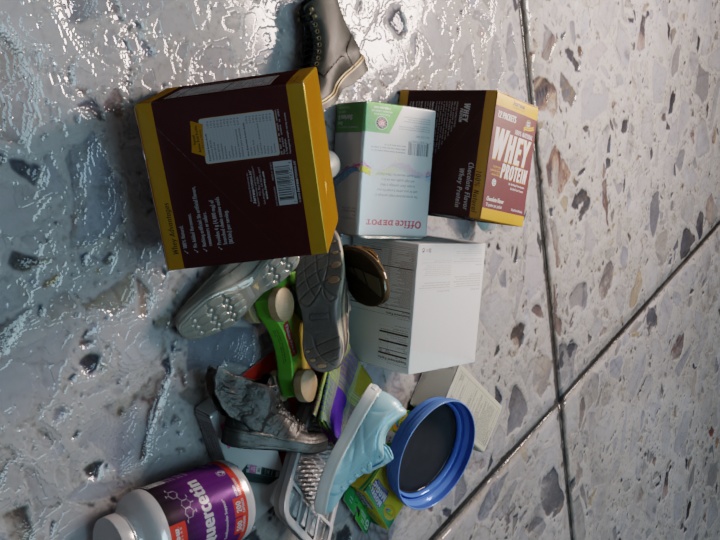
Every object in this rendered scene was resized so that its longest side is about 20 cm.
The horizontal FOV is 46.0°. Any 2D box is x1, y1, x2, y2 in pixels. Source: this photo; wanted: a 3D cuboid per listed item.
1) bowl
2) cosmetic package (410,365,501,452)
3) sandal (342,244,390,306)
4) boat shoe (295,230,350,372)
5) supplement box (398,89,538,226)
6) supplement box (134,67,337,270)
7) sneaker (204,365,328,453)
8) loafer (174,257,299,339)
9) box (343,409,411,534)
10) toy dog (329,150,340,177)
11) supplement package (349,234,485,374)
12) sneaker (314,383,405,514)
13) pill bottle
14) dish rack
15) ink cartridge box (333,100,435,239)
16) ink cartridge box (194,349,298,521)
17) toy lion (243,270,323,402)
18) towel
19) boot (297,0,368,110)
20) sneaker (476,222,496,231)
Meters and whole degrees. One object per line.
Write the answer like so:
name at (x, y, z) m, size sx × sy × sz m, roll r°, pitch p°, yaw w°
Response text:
bowl at (0.122, 0.316, 1.484) m, size 0.198 × 0.039 × 0.205 m, roll -19°, pitch 118°, yaw -39°
cosmetic package at (0.185, 0.256, 1.610) m, size 0.200 × 0.072 × 0.105 m, roll 45°, pitch 65°, yaw -43°
sandal at (0.000, 0.000, 1.249) m, size 0.054 × 0.199 × 0.084 m, roll -15°, pitch 100°, yaw -21°
boat shoe at (-0.051, 0.042, 1.217) m, size 0.073 × 0.073 × 0.205 m, roll 27°, pitch 64°, yaw -76°
supplement box at (0.167, -0.186, 1.406) m, size 0.131 × 0.197 × 0.202 m, roll 5°, pitch 93°, yaw -48°
supplement box at (-0.142, -0.124, 1.026) m, size 0.133 × 0.195 × 0.202 m, roll -78°, pitch 162°, yaw -70°
sneaker at (-0.124, 0.193, 1.173) m, size 0.197 × 0.060 × 0.107 m, roll 11°, pitch 84°, yaw -32°
loafer at (-0.173, 0.017, 1.157) m, size 0.199 × 0.069 × 0.071 m, roll -37°, pitch 138°, yaw -19°
box at (0.051, 0.358, 1.496) m, size 0.201 × 0.048 × 0.118 m, roll -51°, pitch 131°, yaw -28°
toy dog at (-0.111, -0.127, 1.200) m, size 0.199 × 0.094 × 0.135 m, roll 8°, pitch 88°, yaw -64°
supplement package at (0.090, 0.048, 1.403) m, size 0.189 × 0.145 × 0.205 m, roll -2°, pitch 99°, yaw -48°
sneaker at (0.002, 0.273, 1.235) m, size 0.203 × 0.081 × 0.074 m, roll -64°, pitch 168°, yaw 0°
pill bottle at (-0.239, 0.326, 1.100) m, size 0.198 × 0.111 × 0.115 m, roll -11°, pitch 105°, yaw -48°
dish rack at (-0.077, 0.311, 1.297) m, size 0.173 × 0.043 × 0.203 m, roll 60°, pitch 37°, yaw -46°
ink cartridge box at (0.034, -0.153, 1.327) m, size 0.143 × 0.087 × 0.205 m, roll -1°, pitch 95°, yaw -37°
ink cartridge box at (-0.143, 0.243, 1.250) m, size 0.173 × 0.043 × 0.204 m, roll -35°, pitch 122°, yaw -38°
toy lion at (-0.080, 0.092, 1.269) m, size 0.192 × 0.067 × 0.204 m, roll -43°, pitch 122°, yaw -55°
towel at (-0.022, 0.197, 1.312) m, size 0.201 × 0.022 × 0.146 m, roll 65°, pitch 37°, yaw -57°
boot at (-0.074, -0.309, 1.210) m, size 0.201 × 0.076 × 0.140 m, roll -54°, pitch 131°, yaw -45°
sneaker at (0.208, -0.160, 1.576) m, size 0.080 × 0.074 × 0.204 m, roll -17°, pitch 118°, yaw -14°
